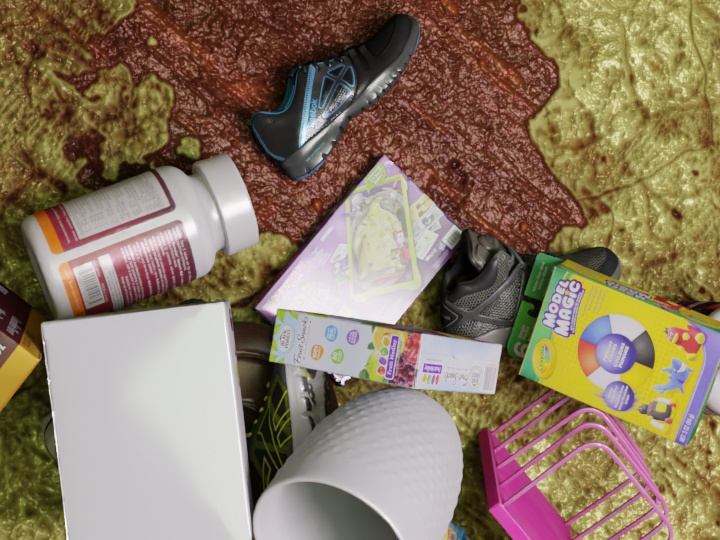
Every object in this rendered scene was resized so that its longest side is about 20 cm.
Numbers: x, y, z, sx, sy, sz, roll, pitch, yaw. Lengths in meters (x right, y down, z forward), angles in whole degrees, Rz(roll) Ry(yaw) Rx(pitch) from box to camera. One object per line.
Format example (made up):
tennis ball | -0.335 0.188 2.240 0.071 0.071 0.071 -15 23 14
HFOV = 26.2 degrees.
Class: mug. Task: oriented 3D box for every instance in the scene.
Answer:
mug | 0.013 0.207 1.333 0.147 0.175 0.201 11 124 22

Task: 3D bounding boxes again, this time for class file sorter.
file sorter | 0.206 0.205 1.469 0.125 0.200 0.139 -38 100 10

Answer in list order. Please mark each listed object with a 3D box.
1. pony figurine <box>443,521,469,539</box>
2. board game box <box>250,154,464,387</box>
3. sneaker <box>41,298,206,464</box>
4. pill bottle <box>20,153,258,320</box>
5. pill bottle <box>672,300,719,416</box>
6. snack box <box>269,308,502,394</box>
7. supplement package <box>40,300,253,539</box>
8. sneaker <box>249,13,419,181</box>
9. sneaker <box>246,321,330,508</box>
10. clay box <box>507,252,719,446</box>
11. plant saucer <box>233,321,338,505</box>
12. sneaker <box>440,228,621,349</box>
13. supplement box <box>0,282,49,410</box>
pony figurine | 0.044 0.292 1.463 0.199 0.166 0.194 33 109 12
board game box | 0.000 0.000 1.518 0.120 0.032 0.200 44 78 -15
sneaker | -0.220 0.091 1.421 0.200 0.088 0.074 -45 132 -7
pill bottle | -0.201 -0.031 1.419 0.199 0.109 0.110 -22 95 -15
pill bottle | 0.353 0.087 1.528 0.111 0.200 0.114 0 89 -16
snack box | 0.027 0.074 1.387 0.141 0.200 0.053 7 87 25
supplement package | -0.176 0.133 1.315 0.154 0.111 0.202 -7 90 -2
sneaker | -0.022 -0.183 1.490 0.082 0.073 0.200 43 78 -10
sneaker | -0.074 0.145 1.422 0.084 0.074 0.202 -9 83 18
clay box | 0.236 0.071 1.451 0.199 0.048 0.116 22 108 18
plant saucer | -0.115 0.150 1.469 0.198 0.032 0.202 -1 96 -11
sneaker | 0.166 0.002 1.529 0.198 0.076 0.115 -21 118 -11
supplement box | -0.386 0.049 1.310 0.200 0.197 0.133 39 90 -12
